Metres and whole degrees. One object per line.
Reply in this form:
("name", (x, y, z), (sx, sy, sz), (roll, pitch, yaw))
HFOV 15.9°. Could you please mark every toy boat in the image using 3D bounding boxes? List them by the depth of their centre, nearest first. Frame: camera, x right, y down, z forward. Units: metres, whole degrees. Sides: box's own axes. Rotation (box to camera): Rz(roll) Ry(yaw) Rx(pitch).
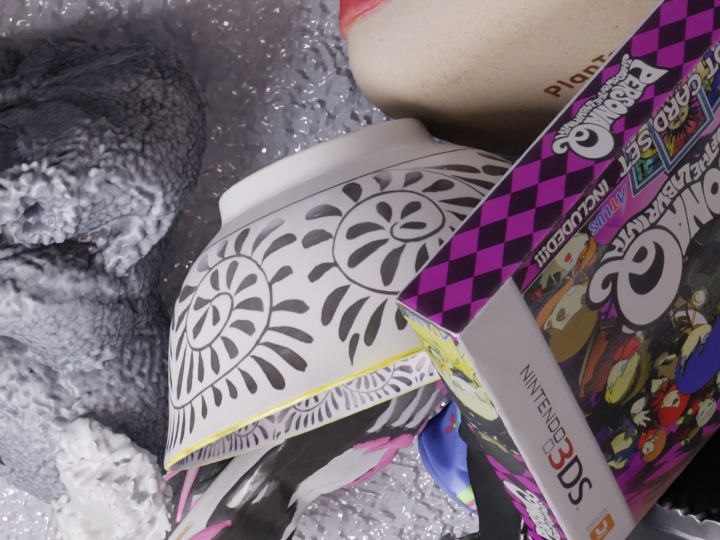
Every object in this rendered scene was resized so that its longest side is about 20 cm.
("toy boat", (0.079, -0.132, 1.009), (0.130, 0.132, 0.200), (20, 145, -37))

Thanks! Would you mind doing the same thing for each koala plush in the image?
("koala plush", (-0.129, 0.021, 1.083), (0.183, 0.178, 0.201), (-19, 117, 1))

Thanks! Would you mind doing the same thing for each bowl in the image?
("bowl", (0.000, 0.000, 1.013), (0.200, 0.201, 0.095), (-24, 84, 15))

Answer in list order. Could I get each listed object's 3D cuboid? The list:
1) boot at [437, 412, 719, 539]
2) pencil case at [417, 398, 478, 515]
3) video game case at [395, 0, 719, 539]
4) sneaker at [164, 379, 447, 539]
("boot", (0.113, 0.139, 1.064), (0.198, 0.073, 0.164), (18, 120, 43))
("pencil case", (0.106, 0.033, 1.134), (0.078, 0.087, 0.200), (20, 122, -26))
("video game case", (0.113, -0.008, 0.933), (0.200, 0.036, 0.182), (-47, 144, -13))
("sneaker", (-0.045, 0.067, 1.163), (0.200, 0.086, 0.080), (-46, 144, 3))
